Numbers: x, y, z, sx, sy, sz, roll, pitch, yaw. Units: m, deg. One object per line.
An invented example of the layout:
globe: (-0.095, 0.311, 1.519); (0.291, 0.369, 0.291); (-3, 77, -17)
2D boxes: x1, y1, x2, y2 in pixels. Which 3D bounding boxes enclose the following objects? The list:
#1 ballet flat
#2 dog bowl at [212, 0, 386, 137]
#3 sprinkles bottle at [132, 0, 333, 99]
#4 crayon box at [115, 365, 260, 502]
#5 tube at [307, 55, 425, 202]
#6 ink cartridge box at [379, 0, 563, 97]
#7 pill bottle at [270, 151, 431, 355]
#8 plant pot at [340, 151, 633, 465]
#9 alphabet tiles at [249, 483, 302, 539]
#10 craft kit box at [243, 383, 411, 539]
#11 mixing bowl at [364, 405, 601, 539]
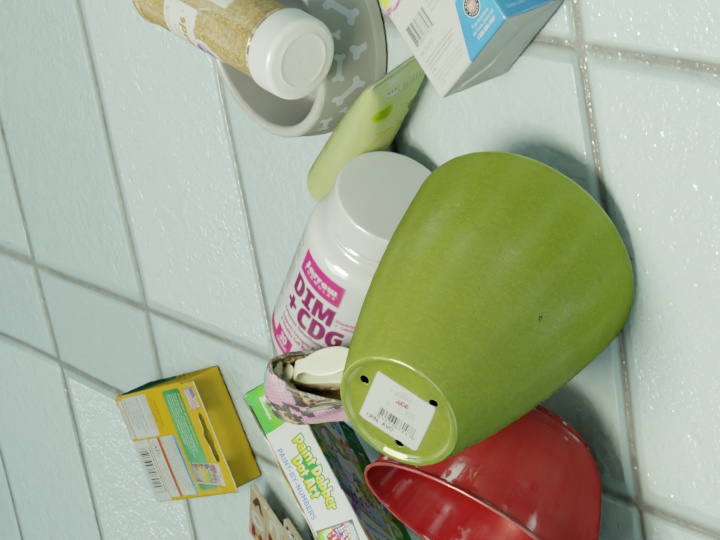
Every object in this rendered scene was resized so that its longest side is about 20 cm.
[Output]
ballet flat: (0.017, 0.087, 1.588); (0.071, 0.199, 0.069); (76, -169, -57)
dog bowl: (-0.062, -0.203, 1.636); (0.200, 0.058, 0.201); (34, 135, 42)
sprinkles bottle: (-0.106, -0.203, 1.582); (0.200, 0.068, 0.069); (33, 135, 43)
crayon box: (-0.177, 0.174, 2.056); (0.200, 0.051, 0.126); (-16, 97, 59)
tube: (0.006, -0.115, 1.582); (0.200, 0.052, 0.058); (123, 155, -57)
ink cartridge box: (0.054, -0.244, 1.426); (0.201, 0.068, 0.115); (59, 147, 11)
pill bottle: (0.000, 0.000, 1.621); (0.114, 0.113, 0.200); (52, 145, 22)
plant pot: (0.074, 0.045, 1.406); (0.186, 0.200, 0.188); (18, 132, 22)
alphabet tiles: (-0.061, 0.317, 1.981); (0.200, 0.008, 0.168); (53, 157, 28)
craft kit box: (-0.011, 0.205, 1.700); (0.198, 0.048, 0.200); (64, -172, 24)
mixing bowl: (0.113, 0.165, 1.531); (0.199, 0.109, 0.200); (29, 161, 11)
